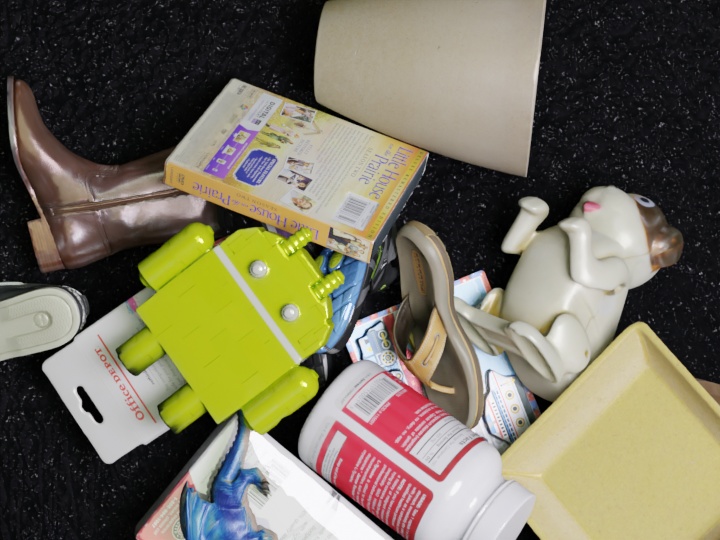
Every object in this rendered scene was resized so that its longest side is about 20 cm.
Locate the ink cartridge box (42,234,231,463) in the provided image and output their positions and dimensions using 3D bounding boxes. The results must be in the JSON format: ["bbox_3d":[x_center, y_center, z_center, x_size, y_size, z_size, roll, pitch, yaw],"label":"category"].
[{"bbox_3d":[-0.170,0.072,1.577,0.199,0.067,0.117,-33,91,13],"label":"ink cartridge box"}]

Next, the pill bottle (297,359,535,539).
[{"bbox_3d":[0.052,0.177,1.569,0.200,0.112,0.112,35,82,19],"label":"pill bottle"}]

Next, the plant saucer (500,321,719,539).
[{"bbox_3d":[0.246,0.183,1.552,0.200,0.048,0.200,-47,61,14],"label":"plant saucer"}]

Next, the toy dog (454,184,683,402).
[{"bbox_3d":[0.208,0.013,1.621,0.194,0.139,0.200,44,76,-26],"label":"toy dog"}]

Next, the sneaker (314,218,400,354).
[{"bbox_3d":[0.000,0.000,1.585,0.083,0.070,0.200,52,37,-30],"label":"sneaker"}]

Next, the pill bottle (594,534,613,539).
[{"bbox_3d":[0.224,0.300,1.625,0.112,0.113,0.201,29,83,-7],"label":"pill bottle"}]

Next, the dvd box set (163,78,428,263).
[{"bbox_3d":[-0.055,-0.092,1.573,0.199,0.030,0.147,21,43,9],"label":"dvd box set"}]

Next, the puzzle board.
[{"bbox_3d":[0.085,0.119,1.660,0.150,0.017,0.201,-22,91,-9],"label":"puzzle board"}]

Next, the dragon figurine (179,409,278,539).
[{"bbox_3d":[-0.125,0.209,1.517,0.099,0.059,0.201,-9,90,-8],"label":"dragon figurine"}]

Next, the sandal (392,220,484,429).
[{"bbox_3d":[0.058,0.055,1.592,0.054,0.080,0.201,-25,112,-30],"label":"sandal"}]

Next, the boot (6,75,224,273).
[{"bbox_3d":[-0.211,-0.103,1.599,0.199,0.064,0.188,-13,102,-6],"label":"boot"}]

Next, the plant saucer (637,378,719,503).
[{"bbox_3d":[0.334,0.182,1.631,0.199,0.029,0.201,20,49,-24],"label":"plant saucer"}]

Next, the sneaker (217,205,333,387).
[{"bbox_3d":[-0.052,0.007,1.616,0.087,0.075,0.201,-34,113,-41],"label":"sneaker"}]

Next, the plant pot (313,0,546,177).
[{"bbox_3d":[0.062,-0.187,1.603,0.199,0.187,0.189,6,86,6],"label":"plant pot"}]

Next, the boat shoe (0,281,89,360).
[{"bbox_3d":[-0.341,0.049,1.576,0.199,0.068,0.072,-8,103,5],"label":"boat shoe"}]

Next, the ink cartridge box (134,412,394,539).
[{"bbox_3d":[-0.083,0.243,1.593,0.200,0.083,0.147,41,83,-5],"label":"ink cartridge box"}]

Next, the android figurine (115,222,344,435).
[{"bbox_3d":[-0.106,0.044,1.502,0.200,0.041,0.182,-35,86,8],"label":"android figurine"}]
